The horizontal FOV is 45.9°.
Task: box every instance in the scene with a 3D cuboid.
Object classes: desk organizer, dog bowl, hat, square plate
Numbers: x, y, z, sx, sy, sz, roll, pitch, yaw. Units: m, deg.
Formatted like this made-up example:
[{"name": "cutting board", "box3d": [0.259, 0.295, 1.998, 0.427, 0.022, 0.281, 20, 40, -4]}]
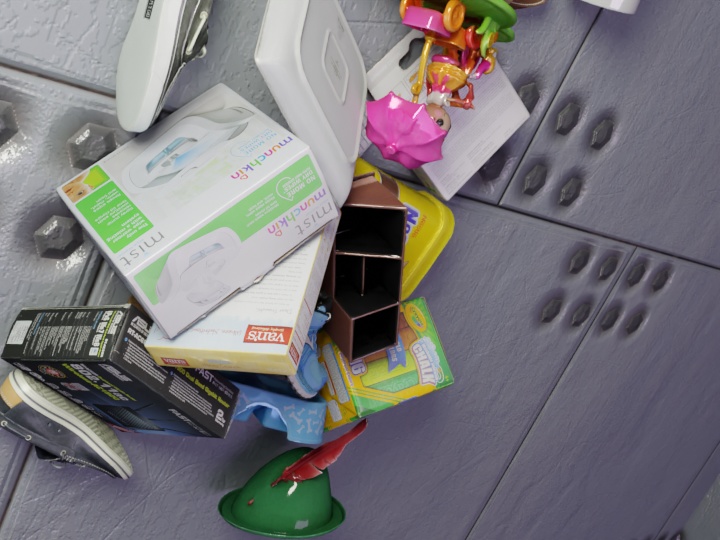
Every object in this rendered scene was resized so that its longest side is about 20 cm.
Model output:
[{"name": "desk organizer", "box3d": [0.000, 0.000, 0.950, 0.072, 0.077, 0.200, -18, 132, -24]}, {"name": "dog bowl", "box3d": [-0.130, 0.156, 1.033, 0.200, 0.111, 0.050, 18, 92, -24]}, {"name": "hat", "box3d": [-0.087, 0.246, 1.143, 0.166, 0.200, 0.176, -53, 148, -79]}, {"name": "square plate", "box3d": [-0.036, -0.198, 0.831, 0.028, 0.198, 0.200, -7, 142, 19]}]

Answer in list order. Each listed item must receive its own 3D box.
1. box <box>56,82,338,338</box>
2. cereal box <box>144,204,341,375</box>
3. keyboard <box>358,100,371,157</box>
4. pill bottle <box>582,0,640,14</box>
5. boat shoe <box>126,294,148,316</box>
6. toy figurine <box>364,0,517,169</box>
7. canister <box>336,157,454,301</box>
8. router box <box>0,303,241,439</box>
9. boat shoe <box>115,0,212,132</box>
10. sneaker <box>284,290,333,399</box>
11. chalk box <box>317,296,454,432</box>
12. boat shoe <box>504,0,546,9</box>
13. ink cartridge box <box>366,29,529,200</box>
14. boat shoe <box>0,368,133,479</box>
[{"name": "box", "box3d": [-0.156, -0.062, 0.814, 0.200, 0.176, 0.097, -36, 136, -14]}, {"name": "cereal box", "box3d": [-0.109, 0.006, 0.831, 0.040, 0.144, 0.200, 72, 26, -49]}, {"name": "keyboard", "box3d": [-0.033, -0.201, 0.944, 0.056, 0.011, 0.200, -46, 139, -4]}, {"name": "pill bottle", "box3d": [0.325, -0.420, 1.019, 0.109, 0.110, 0.200, -6, 123, -39]}, {"name": "boat shoe", "box3d": [-0.186, 0.075, 0.978, 0.200, 0.071, 0.065, 16, 115, -38]}, {"name": "toy figurine", "box3d": [0.076, -0.199, 0.917, 0.200, 0.150, 0.184, 10, 101, -60]}, {"name": "canister", "box3d": [0.004, -0.053, 1.031, 0.200, 0.087, 0.149, 23, 105, -46]}, {"name": "router box", "box3d": [-0.242, 0.109, 0.882, 0.200, 0.150, 0.062, 50, 45, -48]}, {"name": "boat shoe", "box3d": [-0.167, -0.217, 0.769, 0.064, 0.071, 0.200, 5, 114, -42]}, {"name": "sneaker", "box3d": [-0.062, 0.067, 0.947, 0.090, 0.078, 0.200, -29, 139, -11]}, {"name": "chalk box", "box3d": [0.033, 0.118, 1.122, 0.200, 0.125, 0.124, -16, 169, -32]}, {"name": "boat shoe", "box3d": [0.154, -0.333, 0.960, 0.200, 0.074, 0.076, 0, 120, -41]}, {"name": "ink cartridge box", "box3d": [0.100, -0.211, 1.039, 0.161, 0.050, 0.200, -45, 120, -8]}, {"name": "boat shoe", "box3d": [-0.324, 0.178, 0.930, 0.062, 0.075, 0.200, -40, 134, -3]}]
